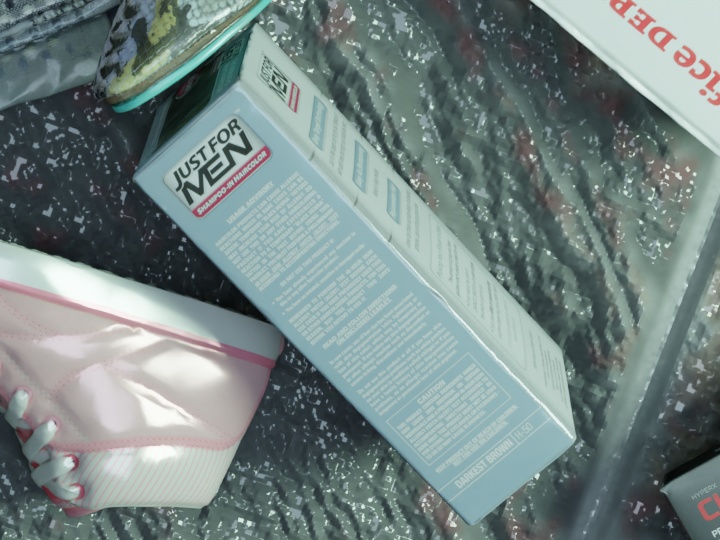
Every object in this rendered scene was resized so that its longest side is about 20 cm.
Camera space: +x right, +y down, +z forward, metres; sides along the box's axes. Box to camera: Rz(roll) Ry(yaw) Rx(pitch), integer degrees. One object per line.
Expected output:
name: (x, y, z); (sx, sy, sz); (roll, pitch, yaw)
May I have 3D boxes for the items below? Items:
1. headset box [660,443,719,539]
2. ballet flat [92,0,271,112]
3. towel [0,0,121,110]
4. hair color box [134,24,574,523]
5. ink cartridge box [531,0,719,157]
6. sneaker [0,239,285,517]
headset box: (0.234, 0.125, 1.043); (0.149, 0.077, 0.200); (-29, 86, 9)
ballet flat: (-0.044, -0.142, 0.975); (0.200, 0.072, 0.072); (-39, 104, -26)
towel: (-0.184, -0.155, 0.979); (0.192, 0.035, 0.201); (-23, 102, -8)
hair color box: (0.000, 0.000, 0.992); (0.061, 0.099, 0.200); (-40, 104, 13)
ink cartridge box: (0.176, -0.161, 0.989); (0.145, 0.084, 0.200); (37, 112, -17)
sneaker: (-0.137, 0.044, 0.995); (0.200, 0.075, 0.105); (18, 89, -17)
